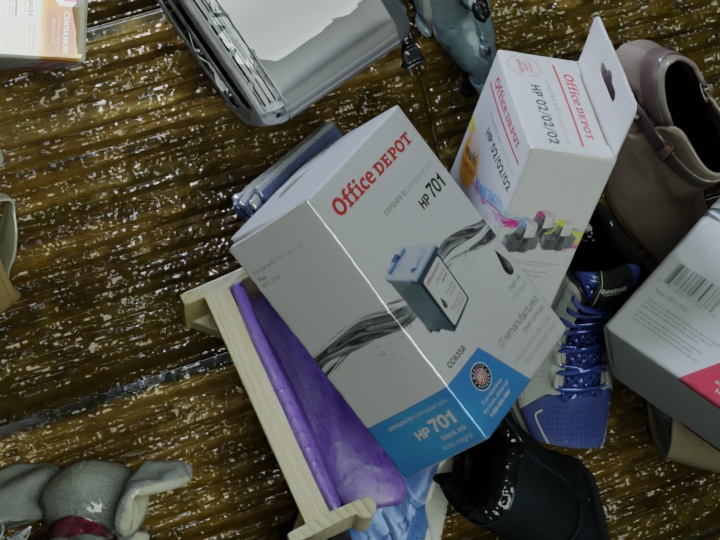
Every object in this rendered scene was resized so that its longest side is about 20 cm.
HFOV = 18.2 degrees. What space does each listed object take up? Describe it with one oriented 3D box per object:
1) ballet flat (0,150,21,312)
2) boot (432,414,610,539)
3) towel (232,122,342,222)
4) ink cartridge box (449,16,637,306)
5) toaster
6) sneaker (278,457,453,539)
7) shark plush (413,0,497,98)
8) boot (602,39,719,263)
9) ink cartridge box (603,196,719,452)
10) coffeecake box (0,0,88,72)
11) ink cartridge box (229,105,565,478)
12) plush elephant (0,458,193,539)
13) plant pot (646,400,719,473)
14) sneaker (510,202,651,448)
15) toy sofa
[{"bbox_3d":[-0.268,-0.056,1.517,0.063,0.069,0.201,-21,126,-27],"label":"ballet flat"},{"bbox_3d":[0.125,0.198,1.599,0.168,0.076,0.201,33,38,-51],"label":"boot"},{"bbox_3d":[0.000,0.000,1.594,0.200,0.024,0.147,54,35,-8],"label":"towel"},{"bbox_3d":[0.119,-0.073,1.588,0.068,0.115,0.200,6,129,-18],"label":"ink cartridge box"},{"bbox_3d":[-0.059,-0.189,1.577,0.129,0.114,0.200,-37,105,-10],"label":"toaster"},{"bbox_3d":[0.000,0.168,1.629,0.111,0.077,0.201,1,99,-28],"label":"sneaker"},{"bbox_3d":[0.066,-0.191,1.632,0.090,0.083,0.201,-10,96,-18],"label":"shark plush"},{"bbox_3d":[0.234,-0.078,1.661,0.070,0.146,0.200,-36,103,-15],"label":"boot"},{"bbox_3d":[0.293,0.025,1.601,0.145,0.083,0.200,36,73,27],"label":"ink cartridge box"},{"bbox_3d":[-0.291,-0.173,1.474,0.199,0.153,0.073,2,91,-19],"label":"coffeecake box"},{"bbox_3d":[0.027,0.013,1.512,0.200,0.086,0.146,53,40,-11],"label":"ink cartridge box"},{"bbox_3d":[-0.189,0.201,1.539,0.155,0.164,0.201,-61,146,-41],"label":"plush elephant"},{"bbox_3d":[0.321,0.086,1.698,0.199,0.187,0.188,-4,94,-4],"label":"plant pot"},{"bbox_3d":[0.159,0.034,1.658,0.080,0.115,0.200,-2,93,-18],"label":"sneaker"},{"bbox_3d":[-0.045,0.090,1.570,0.097,0.083,0.201,-24,79,-7],"label":"toy sofa"}]
